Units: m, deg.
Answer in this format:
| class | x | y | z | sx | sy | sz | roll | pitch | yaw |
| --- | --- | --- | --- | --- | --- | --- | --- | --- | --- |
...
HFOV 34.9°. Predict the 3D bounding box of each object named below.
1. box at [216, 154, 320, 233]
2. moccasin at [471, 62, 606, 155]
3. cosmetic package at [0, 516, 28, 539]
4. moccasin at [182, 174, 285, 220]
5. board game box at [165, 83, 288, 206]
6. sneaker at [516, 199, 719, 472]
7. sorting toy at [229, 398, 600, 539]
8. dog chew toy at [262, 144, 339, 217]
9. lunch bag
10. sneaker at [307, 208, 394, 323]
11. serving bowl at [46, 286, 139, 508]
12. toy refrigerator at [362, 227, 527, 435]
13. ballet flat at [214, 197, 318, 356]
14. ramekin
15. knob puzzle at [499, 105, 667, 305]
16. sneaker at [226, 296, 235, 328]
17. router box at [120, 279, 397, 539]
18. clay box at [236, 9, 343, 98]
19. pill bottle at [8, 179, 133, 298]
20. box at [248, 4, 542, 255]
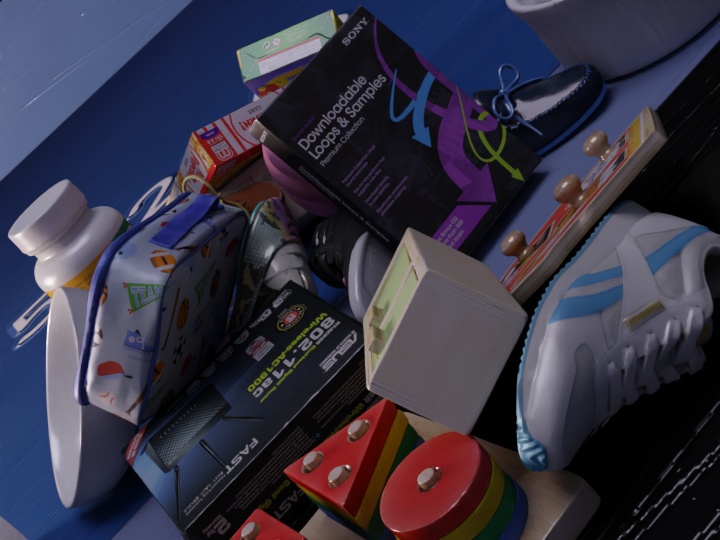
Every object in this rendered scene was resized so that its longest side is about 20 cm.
| class | x | y | z | sx | sy | sz | roll | pitch | yaw |
| --- | --- | --- | --- | --- | --- | --- | --- | --- | --- |
| box | -0.057 | -0.097 | 1.182 | 0.200 | 0.082 | 0.068 | -36 | -8 | 8 |
| moccasin | 0.116 | -0.125 | 0.998 | 0.200 | 0.068 | 0.081 | -31 | 25 | 22 |
| cosmetic package | -0.372 | 0.298 | 0.945 | 0.199 | 0.123 | 0.200 | -47 | 25 | -12 |
| moccasin | -0.151 | -0.041 | 1.080 | 0.201 | 0.078 | 0.074 | -27 | 47 | -34 |
| board game box | -0.127 | -0.115 | 1.234 | 0.151 | 0.046 | 0.200 | -32 | -9 | -27 |
| sneaker | 0.147 | 0.035 | 0.633 | 0.081 | 0.077 | 0.200 | 19 | 49 | 27 |
| sorting toy | 0.003 | 0.163 | 0.665 | 0.199 | 0.070 | 0.200 | -48 | 24 | -16 |
| dog chew toy | -0.033 | -0.113 | 1.040 | 0.124 | 0.125 | 0.200 | -38 | -8 | 8 |
| lunch bag | -0.159 | 0.021 | 0.939 | 0.200 | 0.075 | 0.161 | -56 | -19 | -65 |
| sneaker | 0.000 | 0.000 | 0.971 | 0.099 | 0.071 | 0.200 | -39 | 23 | 31 |
| serving bowl | -0.241 | 0.113 | 1.046 | 0.066 | 0.201 | 0.200 | -2 | 11 | -22 |
| toy refrigerator | 0.043 | 0.028 | 0.710 | 0.076 | 0.070 | 0.200 | -64 | 5 | 8 |
| ballet flat | -0.078 | 0.037 | 0.977 | 0.071 | 0.069 | 0.201 | 11 | 79 | 36 |
| ramekin | 0.237 | -0.260 | 1.011 | 0.200 | 0.098 | 0.201 | -34 | 25 | 18 |
| knob puzzle | 0.125 | -0.030 | 0.772 | 0.220 | 0.030 | 0.220 | -51 | -1 | -1 |
| sneaker | -0.186 | 0.067 | 1.081 | 0.199 | 0.075 | 0.087 | 2 | 58 | 30 |
| router box | -0.073 | 0.112 | 0.864 | 0.200 | 0.062 | 0.150 | -46 | 31 | -10 |
| clay box | -0.040 | -0.204 | 1.265 | 0.115 | 0.200 | 0.048 | -20 | 67 | 16 |
| pill bottle | -0.265 | 0.005 | 1.193 | 0.113 | 0.200 | 0.113 | -34 | 24 | 17 |
| box | 0.030 | -0.101 | 0.928 | 0.143 | 0.200 | 0.036 | -51 | 1 | -21 |
